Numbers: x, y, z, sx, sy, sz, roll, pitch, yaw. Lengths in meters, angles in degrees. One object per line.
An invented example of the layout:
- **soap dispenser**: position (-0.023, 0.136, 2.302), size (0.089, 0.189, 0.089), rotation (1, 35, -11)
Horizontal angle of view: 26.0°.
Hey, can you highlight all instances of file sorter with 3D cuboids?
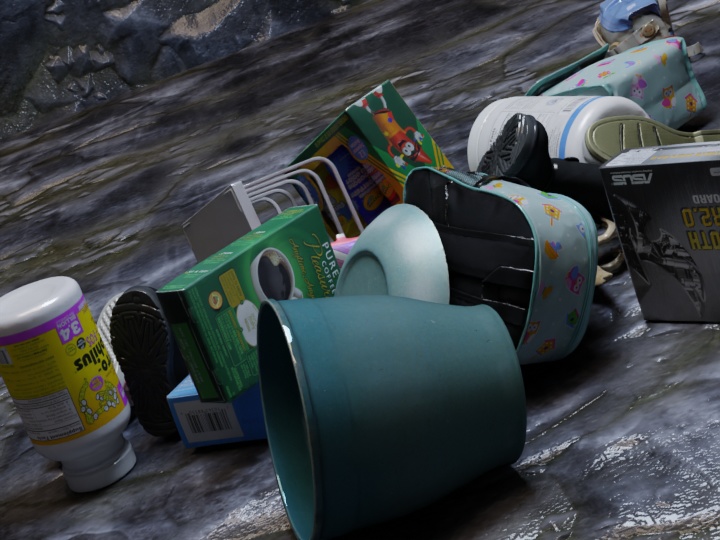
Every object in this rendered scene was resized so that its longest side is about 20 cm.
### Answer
- **file sorter**: position (-0.095, -0.030, 1.753), size (0.124, 0.139, 0.200), rotation (-23, -2, -25)

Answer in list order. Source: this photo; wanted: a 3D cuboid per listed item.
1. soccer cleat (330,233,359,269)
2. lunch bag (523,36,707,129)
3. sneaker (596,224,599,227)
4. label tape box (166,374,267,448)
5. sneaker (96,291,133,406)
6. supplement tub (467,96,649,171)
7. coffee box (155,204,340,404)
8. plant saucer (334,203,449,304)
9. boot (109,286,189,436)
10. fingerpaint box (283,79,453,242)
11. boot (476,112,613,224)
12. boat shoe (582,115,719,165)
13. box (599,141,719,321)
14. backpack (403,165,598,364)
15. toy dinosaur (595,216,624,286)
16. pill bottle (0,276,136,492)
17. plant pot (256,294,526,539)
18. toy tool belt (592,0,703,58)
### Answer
- **soccer cleat**: position (0.000, 0.000, 1.608), size (0.199, 0.077, 0.067), rotation (-19, -16, -2)
- **lunch bag**: position (0.297, -0.206, 1.937), size (0.170, 0.122, 0.200), rotation (-31, 17, -33)
- **sneaker**: position (0.183, -0.037, 1.678), size (0.200, 0.075, 0.081), rotation (-24, 25, 17)
- **label tape box**: position (-0.085, 0.100, 1.577), size (0.143, 0.066, 0.200), rotation (-11, 17, 26)
- **sneaker**: position (-0.260, 0.132, 1.680), size (0.075, 0.105, 0.201), rotation (3, 58, 33)
- **supplement tub**: position (0.232, -0.135, 1.791), size (0.132, 0.132, 0.200), rotation (-30, 20, -27)
- **coffee box**: position (-0.096, 0.030, 1.495), size (0.044, 0.123, 0.200), rotation (-5, 23, 43)
- **plant saucer**: position (0.016, 0.035, 1.452), size (0.039, 0.202, 0.201), rotation (7, 6, -28)
- **boot**: position (-0.184, 0.055, 1.637), size (0.065, 0.165, 0.200), rotation (5, 26, 20)
- **fingerpaint box**: position (0.017, -0.093, 1.739), size (0.073, 0.167, 0.200), rotation (-37, 1, -28)
- **boot**: position (0.230, -0.091, 1.557), size (0.199, 0.066, 0.165), rotation (15, -12, -8)
- **boat shoe**: position (0.320, -0.116, 1.667), size (0.199, 0.075, 0.068), rotation (6, -25, -20)
- **box**: position (0.322, -0.034, 1.375), size (0.200, 0.159, 0.048), rotation (0, 26, 45)
- **backpack**: position (0.134, 0.001, 1.447), size (0.153, 0.176, 0.200), rotation (4, 10, -30)
- **toy dinosaur**: position (0.226, 0.000, 1.571), size (0.101, 0.058, 0.200), rotation (-45, 19, -20)
- **pill bottle**: position (-0.291, 0.115, 1.536), size (0.104, 0.200, 0.104), rotation (-18, 19, 6)
- **plant pot**: position (0.027, 0.108, 1.267), size (0.187, 0.201, 0.200), rotation (-9, 16, -14)
- **toy tool belt**: position (0.406, -0.362, 2.250), size (0.125, 0.123, 0.200), rotation (-23, 19, -6)
